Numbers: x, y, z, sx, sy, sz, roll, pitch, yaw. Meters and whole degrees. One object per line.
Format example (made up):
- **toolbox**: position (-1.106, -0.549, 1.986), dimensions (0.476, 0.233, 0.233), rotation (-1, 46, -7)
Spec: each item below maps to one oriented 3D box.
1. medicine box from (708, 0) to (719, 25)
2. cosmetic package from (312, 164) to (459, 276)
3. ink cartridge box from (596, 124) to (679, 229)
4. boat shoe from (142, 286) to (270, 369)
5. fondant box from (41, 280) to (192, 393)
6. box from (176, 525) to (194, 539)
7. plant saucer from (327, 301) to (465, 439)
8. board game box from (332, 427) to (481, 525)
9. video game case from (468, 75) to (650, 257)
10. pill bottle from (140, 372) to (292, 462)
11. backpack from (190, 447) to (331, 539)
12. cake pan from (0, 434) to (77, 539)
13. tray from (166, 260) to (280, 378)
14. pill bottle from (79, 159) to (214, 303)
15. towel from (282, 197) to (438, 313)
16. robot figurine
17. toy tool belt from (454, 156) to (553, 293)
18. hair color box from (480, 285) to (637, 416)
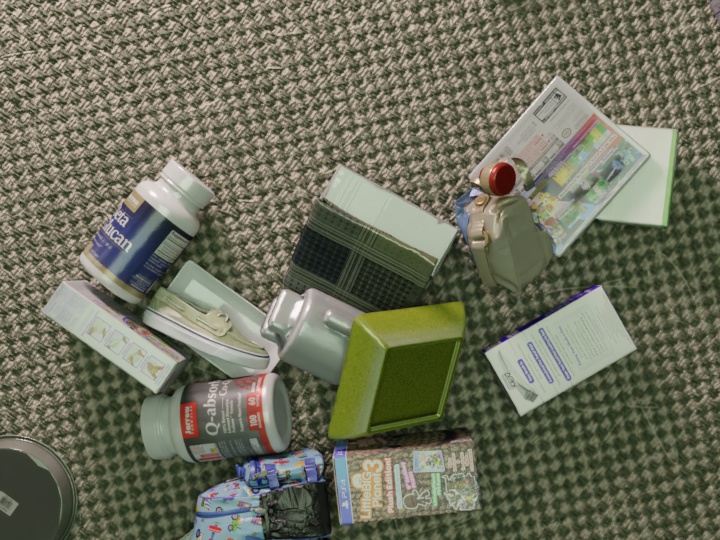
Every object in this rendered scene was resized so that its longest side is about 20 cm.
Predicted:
- **medicine box**: position (0.596, -0.450, 1.720), dimensions (0.182, 0.103, 0.200), rotation (-26, 91, 0)
- **cosmetic package**: position (0.038, -0.071, 1.723), dimensions (0.200, 0.107, 0.090), rotation (32, 90, 2)
- **ink cartridge box**: position (0.363, -0.144, 1.751), dimensions (0.200, 0.048, 0.146), rotation (7, 90, 16)
- **boat shoe**: position (-0.220, 0.085, 1.719), dimensions (0.200, 0.072, 0.062), rotation (23, 93, 3)
- **fondant box**: position (-0.348, 0.093, 1.704), dimensions (0.200, 0.144, 0.058), rotation (34, 90, 0)
- **box**: position (-0.264, 0.495, 1.755), dimensions (0.200, 0.046, 0.159), rotation (-40, 90, 0)
- **plant saucer**: position (0.064, 0.150, 1.666), dimensions (0.200, 0.048, 0.200), rotation (-6, 119, -37)
- **board game box**: position (0.065, 0.293, 1.697), dimensions (0.200, 0.159, 0.097), rotation (-6, 89, 0)
- **video game case**: position (0.291, -0.152, 1.735), dimensions (0.182, 0.023, 0.200), rotation (43, 97, 11)
- **pill bottle**: position (-0.208, 0.217, 1.713), dimensions (0.200, 0.116, 0.116), rotation (-9, 90, 10)
- **backpack**: position (-0.145, 0.334, 1.683), dimensions (0.200, 0.183, 0.135), rotation (-7, 88, -3)
- **cake pan**: position (-0.525, 0.347, 1.760), dimensions (0.200, 0.037, 0.201), rotation (0, 90, 0)
- **tray**: position (-0.206, 0.083, 1.765), dimensions (0.200, 0.022, 0.107), rotation (36, 91, 0)
- **pill bottle**: position (-0.306, -0.060, 1.720), dimensions (0.111, 0.111, 0.200), rotation (39, 90, 0)
- **towel**: position (0.000, 0.000, 1.702), dimensions (0.200, 0.035, 0.193), rotation (28, 135, 3)
- **robot figurine**: position (-0.040, 0.100, 1.694), dimensions (0.200, 0.170, 0.113), rotation (26, 68, -11)
- **toy tool belt**: position (0.184, -0.070, 1.687), dimensions (0.125, 0.123, 0.200), rotation (-36, 121, -26)
- **hair color box**: position (0.291, 0.117, 1.744), dimensions (0.200, 0.065, 0.109), rotation (-30, 91, -1)
